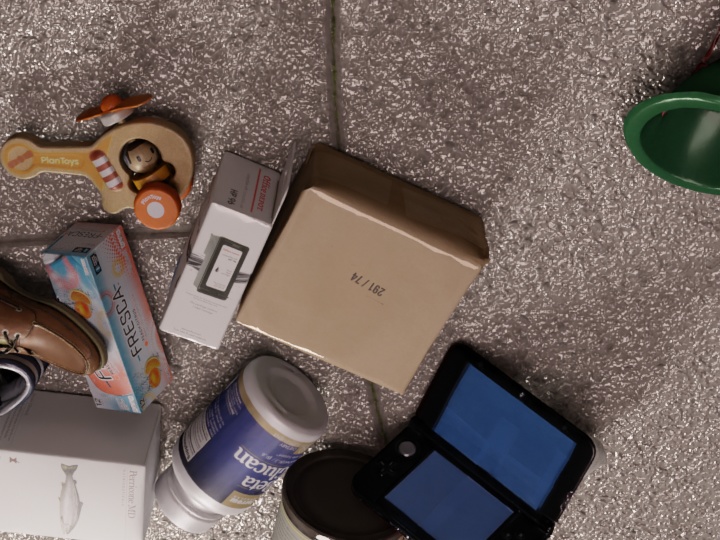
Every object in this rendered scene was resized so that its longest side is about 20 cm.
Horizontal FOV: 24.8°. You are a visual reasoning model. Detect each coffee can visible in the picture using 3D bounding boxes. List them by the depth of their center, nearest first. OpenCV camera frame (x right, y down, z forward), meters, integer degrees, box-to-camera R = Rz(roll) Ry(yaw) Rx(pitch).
[{"bbox_3d":[-0.033,0.322,1.823,0.146,0.147,0.201,12,124,-3],"label":"coffee can"}]

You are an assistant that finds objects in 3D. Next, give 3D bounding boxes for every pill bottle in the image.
[{"bbox_3d":[-0.136,0.196,1.785,0.111,0.111,0.200,36,116,-16],"label":"pill bottle"}]

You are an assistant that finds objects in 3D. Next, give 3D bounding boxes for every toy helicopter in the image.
[{"bbox_3d":[-0.264,-0.120,1.633,0.199,0.079,0.133,3,120,6],"label":"toy helicopter"}]

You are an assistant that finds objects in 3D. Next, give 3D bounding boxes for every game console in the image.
[{"bbox_3d":[0.115,0.209,1.724,0.200,0.172,0.119,36,146,23],"label":"game console"}]

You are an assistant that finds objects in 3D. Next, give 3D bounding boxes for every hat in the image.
[{"bbox_3d":[0.363,-0.193,1.582,0.165,0.177,0.200,27,156,-14],"label":"hat"}]

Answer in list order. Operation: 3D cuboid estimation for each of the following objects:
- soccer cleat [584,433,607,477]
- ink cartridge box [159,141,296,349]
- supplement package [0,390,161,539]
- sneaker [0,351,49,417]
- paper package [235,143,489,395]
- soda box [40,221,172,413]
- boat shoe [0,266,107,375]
[{"bbox_3d":[0.182,0.230,1.810,0.199,0.070,0.086,-23,159,33],"label":"soccer cleat"},{"bbox_3d":[-0.133,-0.037,1.647,0.068,0.116,0.201,21,119,-10],"label":"ink cartridge box"},{"bbox_3d":[-0.327,0.215,1.805,0.199,0.117,0.117,6,120,0],"label":"supplement package"},{"bbox_3d":[-0.429,0.110,1.755,0.199,0.109,0.070,-10,119,9],"label":"sneaker"},{"bbox_3d":[0.000,0.000,1.668,0.199,0.104,0.191,24,118,-11],"label":"paper package"},{"bbox_3d":[-0.266,0.051,1.725,0.063,0.068,0.201,4,123,31],"label":"soda box"},{"bbox_3d":[-0.358,0.060,1.702,0.199,0.068,0.072,29,133,17],"label":"boat shoe"}]
